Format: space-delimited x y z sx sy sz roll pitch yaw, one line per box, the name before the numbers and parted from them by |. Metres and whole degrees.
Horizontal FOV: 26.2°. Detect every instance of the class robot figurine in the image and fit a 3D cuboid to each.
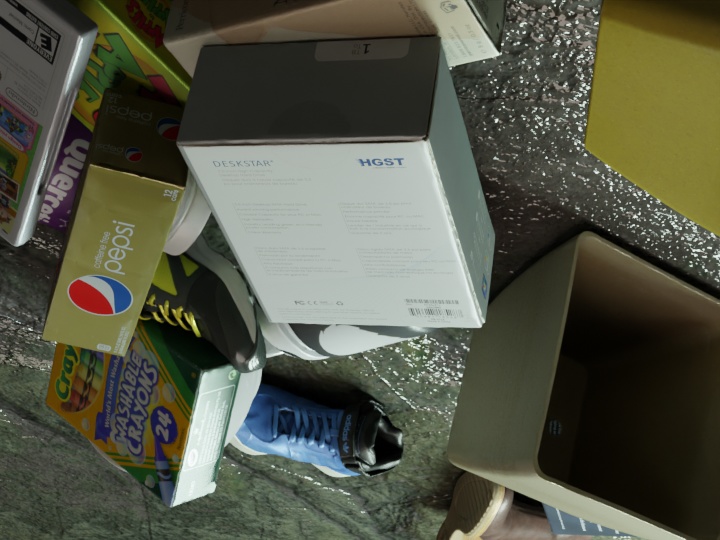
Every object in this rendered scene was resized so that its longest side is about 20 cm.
robot figurine | 0.001 0.001 1.200 0.198 0.126 0.150 -16 137 35

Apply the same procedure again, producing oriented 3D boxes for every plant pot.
plant pot | 0.226 -0.134 0.858 0.174 0.202 0.201 14 152 12
plant pot | 0.184 0.111 1.290 0.198 0.202 0.176 24 158 -26

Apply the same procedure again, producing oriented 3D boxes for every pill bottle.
pill bottle | -0.205 -0.085 1.120 0.198 0.114 0.112 25 146 -27

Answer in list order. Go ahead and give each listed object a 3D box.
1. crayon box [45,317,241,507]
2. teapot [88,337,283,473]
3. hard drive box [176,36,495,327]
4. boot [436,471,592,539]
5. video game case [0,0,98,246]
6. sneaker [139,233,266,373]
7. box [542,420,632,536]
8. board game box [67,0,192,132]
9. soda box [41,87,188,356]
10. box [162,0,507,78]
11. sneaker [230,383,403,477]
crayon box | -0.188 0.083 1.254 0.199 0.127 0.051 32 -151 34
teapot | -0.153 0.078 1.355 0.145 0.200 0.199 -12 135 -46
hard drive box | -0.008 -0.049 0.973 0.154 0.078 0.201 1 147 15
boot | 0.182 0.268 1.694 0.164 0.073 0.201 2 150 -13
video game case | -0.266 -0.140 0.986 0.199 0.022 0.183 37 130 11
sneaker | -0.142 0.019 1.199 0.084 0.200 0.075 -29 140 -16
box | 0.269 0.177 1.452 0.197 0.105 0.148 -1 149 15
board game box | -0.175 -0.157 1.007 0.101 0.048 0.200 -22 123 42
soda box | -0.165 -0.027 1.043 0.063 0.068 0.201 13 141 -12
box | -0.014 -0.169 0.946 0.198 0.096 0.078 -10 145 27
sneaker | -0.040 0.154 1.518 0.110 0.078 0.199 -13 149 43
